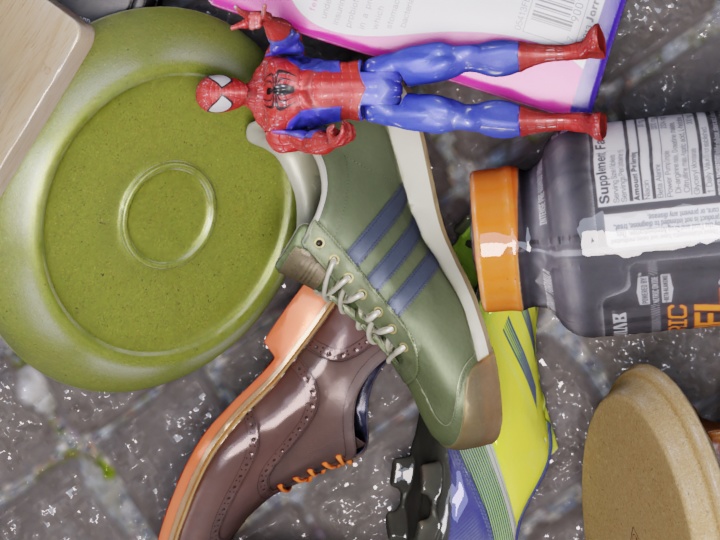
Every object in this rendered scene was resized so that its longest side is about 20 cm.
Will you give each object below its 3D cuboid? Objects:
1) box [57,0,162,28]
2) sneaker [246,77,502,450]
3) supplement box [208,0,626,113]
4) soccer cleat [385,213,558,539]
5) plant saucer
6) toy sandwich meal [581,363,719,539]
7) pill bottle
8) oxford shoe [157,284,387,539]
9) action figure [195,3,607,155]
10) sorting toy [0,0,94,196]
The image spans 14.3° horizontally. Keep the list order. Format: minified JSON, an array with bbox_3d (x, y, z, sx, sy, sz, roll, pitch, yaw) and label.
[{"bbox_3d":[-0.216,-0.112,1.477,0.199,0.086,0.165,20,95,1],"label":"box"},{"bbox_3d":[0.000,0.000,1.431,0.089,0.067,0.202,-10,75,-22],"label":"sneaker"},{"bbox_3d":[0.034,-0.153,1.454,0.199,0.103,0.102,18,96,0],"label":"supplement box"},{"bbox_3d":[0.069,0.062,1.499,0.083,0.065,0.202,11,91,-28],"label":"soccer cleat"},{"bbox_3d":[-0.103,-0.031,1.447,0.199,0.031,0.202,-12,113,-32],"label":"plant saucer"},{"bbox_3d":[0.167,0.136,1.425,0.070,0.205,0.207,-8,94,-15],"label":"toy sandwich meal"},{"bbox_3d":[0.153,-0.023,1.415,0.198,0.106,0.107,-5,94,5],"label":"pill bottle"},{"bbox_3d":[-0.039,0.090,1.486,0.072,0.071,0.201,33,100,5],"label":"oxford shoe"},{"bbox_3d":[0.013,-0.089,1.364,0.198,0.099,0.066,-2,86,12],"label":"action figure"},{"bbox_3d":[-0.264,-0.087,1.385,0.198,0.070,0.201,35,99,16],"label":"sorting toy"}]
